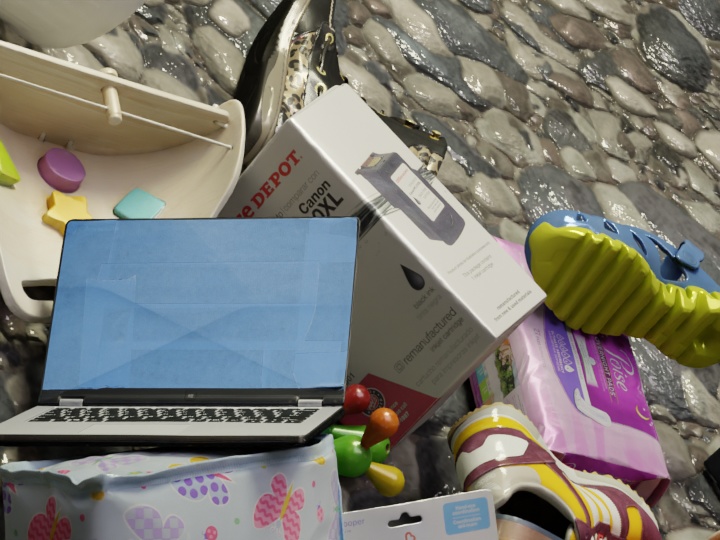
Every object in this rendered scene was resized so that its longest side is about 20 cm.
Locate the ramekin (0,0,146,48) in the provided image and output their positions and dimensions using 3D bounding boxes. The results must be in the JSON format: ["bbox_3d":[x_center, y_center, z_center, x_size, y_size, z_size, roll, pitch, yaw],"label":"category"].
[{"bbox_3d":[-0.207,-0.259,1.800,0.098,0.200,0.201,27,36,-44],"label":"ramekin"}]

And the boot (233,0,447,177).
[{"bbox_3d":[-0.011,-0.120,1.966,0.150,0.073,0.200,31,41,-14],"label":"boot"}]

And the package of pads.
[{"bbox_3d":[0.138,0.077,1.904,0.120,0.076,0.201,15,44,-31],"label":"package of pads"}]

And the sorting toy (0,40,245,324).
[{"bbox_3d":[-0.177,-0.039,1.715,0.199,0.107,0.181,16,50,-31],"label":"sorting toy"}]

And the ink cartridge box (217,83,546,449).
[{"bbox_3d":[0.000,0.000,1.793,0.200,0.145,0.084,47,36,6],"label":"ink cartridge box"}]

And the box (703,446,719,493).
[{"bbox_3d":[0.395,0.189,1.994,0.199,0.123,0.199,0,55,-43],"label":"box"}]

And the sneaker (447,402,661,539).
[{"bbox_3d":[0.133,0.171,1.783,0.200,0.075,0.090,34,28,-34],"label":"sneaker"}]

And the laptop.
[{"bbox_3d":[-0.106,0.032,1.559,0.200,0.186,0.117,-25,114,-80],"label":"laptop"}]

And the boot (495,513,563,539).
[{"bbox_3d":[0.143,0.235,1.664,0.199,0.075,0.097,26,57,-9],"label":"boot"}]

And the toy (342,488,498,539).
[{"bbox_3d":[0.043,0.236,1.570,0.115,0.047,0.201,-7,93,-20],"label":"toy"}]

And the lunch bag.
[{"bbox_3d":[-0.092,0.181,1.495,0.199,0.127,0.171,-6,94,-40],"label":"lunch bag"}]

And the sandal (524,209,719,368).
[{"bbox_3d":[0.188,0.002,1.909,0.200,0.079,0.087,27,34,-38],"label":"sandal"}]

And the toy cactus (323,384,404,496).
[{"bbox_3d":[-0.066,0.094,1.695,0.199,0.102,0.165,-15,54,-40],"label":"toy cactus"}]

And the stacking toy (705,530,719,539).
[{"bbox_3d":[0.203,0.261,1.761,0.199,0.146,0.146,-16,64,-32],"label":"stacking toy"}]
